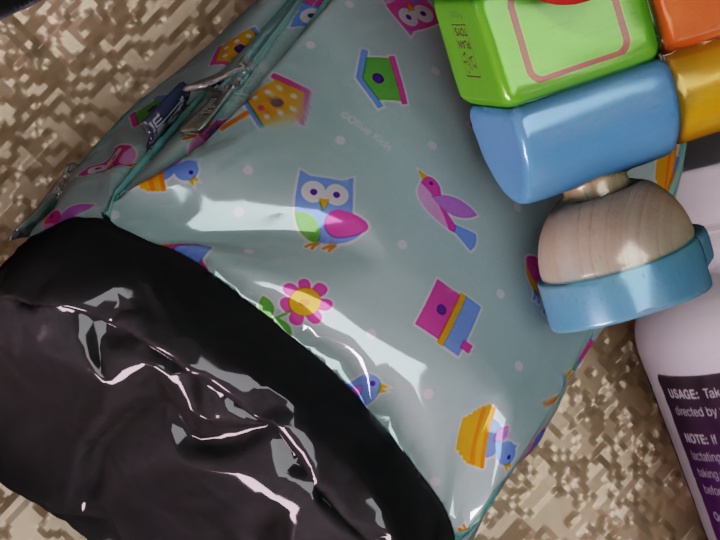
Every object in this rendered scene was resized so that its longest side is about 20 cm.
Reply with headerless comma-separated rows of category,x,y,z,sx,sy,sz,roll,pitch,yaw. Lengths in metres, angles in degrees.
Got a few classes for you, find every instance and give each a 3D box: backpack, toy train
backpack,0.000,0.000,0.812,0.167,0.126,0.200,46,51,-11
toy train,0.117,-0.066,0.752,0.199,0.085,0.116,-19,100,-12

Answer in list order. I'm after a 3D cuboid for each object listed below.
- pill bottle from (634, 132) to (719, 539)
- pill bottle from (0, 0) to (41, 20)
pill bottle,0.151,0.050,0.888,0.112,0.112,0.201,-23,100,-12
pill bottle,-0.152,-0.153,0.794,0.111,0.112,0.201,-25,100,-11
